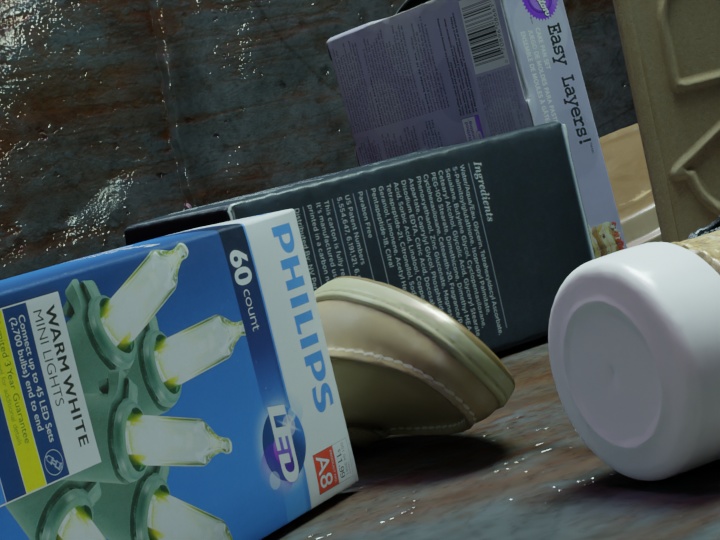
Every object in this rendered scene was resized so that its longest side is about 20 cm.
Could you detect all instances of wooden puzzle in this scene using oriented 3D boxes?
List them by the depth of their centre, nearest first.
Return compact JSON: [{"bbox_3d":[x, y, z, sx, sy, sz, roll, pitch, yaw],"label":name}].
[{"bbox_3d":[0.229,-0.102,0.785,0.183,0.202,0.046,-13,4,5],"label":"wooden puzzle"}]

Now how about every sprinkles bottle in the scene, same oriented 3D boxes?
[{"bbox_3d":[0.156,0.008,0.504,0.199,0.069,0.068,-16,5,-30],"label":"sprinkles bottle"}]

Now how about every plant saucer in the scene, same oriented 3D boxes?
[{"bbox_3d":[0.169,-0.050,1.023,0.199,0.030,0.200,-26,19,10],"label":"plant saucer"}]

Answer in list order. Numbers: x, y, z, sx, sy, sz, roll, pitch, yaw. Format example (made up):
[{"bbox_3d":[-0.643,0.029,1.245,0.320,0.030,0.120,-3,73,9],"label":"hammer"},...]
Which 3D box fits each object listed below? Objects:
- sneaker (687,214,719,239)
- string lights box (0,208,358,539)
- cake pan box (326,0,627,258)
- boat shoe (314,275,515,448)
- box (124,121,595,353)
[{"bbox_3d":[0.180,-0.035,0.663,0.198,0.115,0.075,-13,4,4],"label":"sneaker"},{"bbox_3d":[-0.085,0.050,0.478,0.059,0.104,0.199,-11,6,33],"label":"string lights box"},{"bbox_3d":[0.065,-0.072,0.923,0.052,0.202,0.184,-19,4,-33],"label":"cake pan box"},{"bbox_3d":[-0.020,0.048,0.610,0.199,0.072,0.065,0,49,52],"label":"boat shoe"},{"bbox_3d":[0.000,0.000,0.814,0.199,0.108,0.148,-17,5,-27],"label":"box"}]
